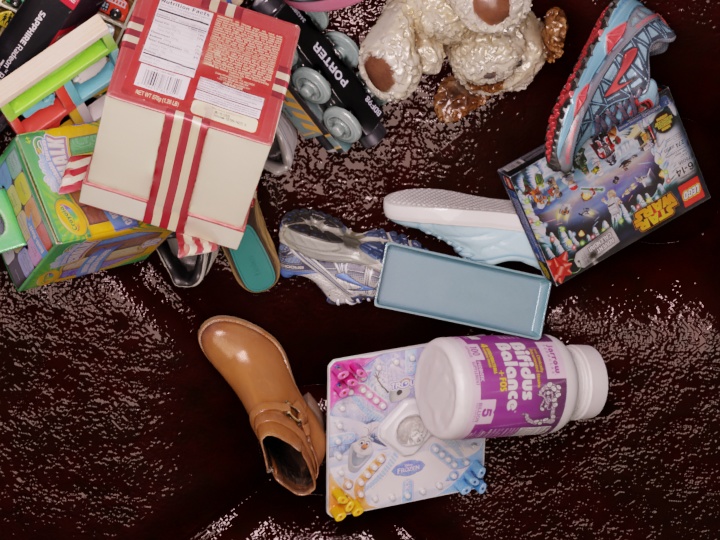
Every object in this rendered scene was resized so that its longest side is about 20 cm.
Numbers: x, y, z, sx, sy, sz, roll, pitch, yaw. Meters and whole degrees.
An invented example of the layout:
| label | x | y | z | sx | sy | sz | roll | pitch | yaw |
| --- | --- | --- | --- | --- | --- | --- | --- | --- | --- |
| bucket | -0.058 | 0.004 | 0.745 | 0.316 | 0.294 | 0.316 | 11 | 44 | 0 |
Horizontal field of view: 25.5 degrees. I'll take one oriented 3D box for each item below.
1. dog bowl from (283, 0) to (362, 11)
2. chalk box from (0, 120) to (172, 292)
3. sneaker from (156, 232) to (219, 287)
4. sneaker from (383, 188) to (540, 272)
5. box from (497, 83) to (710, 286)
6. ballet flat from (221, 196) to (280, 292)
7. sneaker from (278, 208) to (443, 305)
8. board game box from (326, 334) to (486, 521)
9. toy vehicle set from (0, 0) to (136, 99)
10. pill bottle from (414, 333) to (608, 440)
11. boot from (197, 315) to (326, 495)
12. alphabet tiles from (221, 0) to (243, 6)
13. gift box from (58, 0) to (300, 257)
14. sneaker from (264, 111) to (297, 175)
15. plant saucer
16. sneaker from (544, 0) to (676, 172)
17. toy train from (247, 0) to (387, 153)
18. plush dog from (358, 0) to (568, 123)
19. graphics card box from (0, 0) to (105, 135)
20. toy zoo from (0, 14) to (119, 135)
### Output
| label | x | y | z | sx | sy | sz | roll | pitch | yaw |
| --- | --- | --- | --- | --- | --- | --- | --- | --- | --- |
| dog bowl | -0.021 | -0.333 | 1.546 | 0.199 | 0.201 | 0.074 | -23 | 131 | 11 |
| chalk box | -0.300 | -0.066 | 1.605 | 0.124 | 0.199 | 0.125 | -38 | 73 | 50 |
| sneaker | -0.198 | -0.074 | 1.698 | 0.075 | 0.088 | 0.201 | -12 | 119 | 13 |
| sneaker | 0.119 | -0.036 | 1.730 | 0.198 | 0.074 | 0.083 | 8 | 109 | -3 |
| box | 0.261 | -0.092 | 1.691 | 0.199 | 0.040 | 0.138 | -30 | 112 | -7 |
| ballet flat | -0.139 | -0.066 | 1.711 | 0.068 | 0.063 | 0.201 | -16 | 125 | 0 |
| sneaker | 0.000 | 0.000 | 1.757 | 0.199 | 0.077 | 0.086 | 20 | 122 | 0 |
| board game box | 0.058 | 0.182 | 1.811 | 0.198 | 0.026 | 0.201 | -8 | 115 | -20 |
| toy vehicle set | -0.283 | -0.252 | 1.667 | 0.199 | 0.027 | 0.125 | 24 | 112 | -9 |
| pill bottle | 0.169 | 0.127 | 1.755 | 0.199 | 0.112 | 0.113 | -1 | 116 | -26 |
| boot | -0.112 | 0.152 | 1.770 | 0.076 | 0.155 | 0.200 | -32 | 109 | 14 |
| alphabet tiles | -0.137 | -0.327 | 1.537 | 0.008 | 0.168 | 0.200 | 1 | 149 | -38 |
| gift box | -0.173 | -0.132 | 1.507 | 0.183 | 0.201 | 0.187 | 20 | 143 | -4 |
| sneaker | -0.135 | -0.176 | 1.654 | 0.200 | 0.087 | 0.075 | 38 | 101 | -24 |
| plant saucer | 0.110 | 0.022 | 1.715 | 0.199 | 0.019 | 0.070 | 12 | 89 | -18 |
| sneaker | 0.259 | -0.182 | 1.620 | 0.095 | 0.079 | 0.201 | 27 | 83 | 1 |
| toy train | -0.055 | -0.204 | 1.646 | 0.114 | 0.085 | 0.200 | -7 | 131 | 53 |
| plush dog | 0.114 | -0.244 | 1.624 | 0.199 | 0.161 | 0.172 | -29 | 129 | 29 |
| graphics card box | -0.328 | -0.224 | 1.595 | 0.051 | 0.126 | 0.200 | 39 | 108 | -5 |
| toy zoo | -0.292 | -0.173 | 1.597 | 0.131 | 0.200 | 0.021 | -36 | 76 | -8 |
